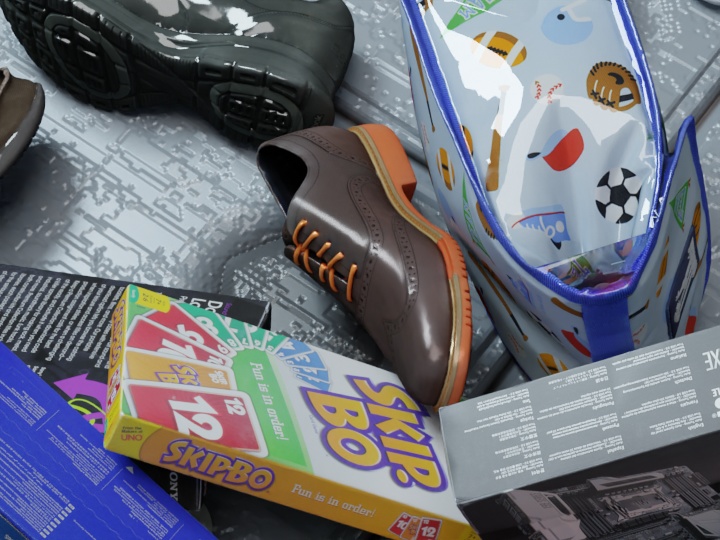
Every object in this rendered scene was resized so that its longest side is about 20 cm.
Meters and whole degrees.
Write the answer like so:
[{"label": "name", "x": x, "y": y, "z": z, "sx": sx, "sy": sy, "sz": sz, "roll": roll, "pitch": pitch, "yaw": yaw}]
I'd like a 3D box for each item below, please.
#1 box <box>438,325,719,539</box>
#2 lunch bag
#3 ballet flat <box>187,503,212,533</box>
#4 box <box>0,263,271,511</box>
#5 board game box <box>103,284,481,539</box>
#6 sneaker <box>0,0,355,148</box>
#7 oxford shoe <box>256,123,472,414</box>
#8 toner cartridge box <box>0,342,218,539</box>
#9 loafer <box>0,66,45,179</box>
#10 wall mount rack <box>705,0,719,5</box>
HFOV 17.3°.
[{"label": "box", "x": 0.151, "y": 0.083, "z": 1.022, "sx": 0.198, "sy": 0.158, "sz": 0.050, "roll": -17, "pitch": 59, "yaw": 11}, {"label": "lunch bag", "x": 0.099, "y": -0.034, "z": 1.109, "sx": 0.123, "sy": 0.170, "sz": 0.201, "roll": -16, "pitch": 59, "yaw": 2}, {"label": "ballet flat", "x": -0.171, "y": 0.111, "z": 1.115, "sx": 0.198, "sy": 0.070, "sz": 0.070, "roll": 7, "pitch": 62, "yaw": 9}, {"label": "box", "x": -0.153, "y": 0.050, "z": 1.125, "sx": 0.198, "sy": 0.036, "sz": 0.143, "roll": 7, "pitch": 30, "yaw": 10}, {"label": "board game box", "x": -0.019, "y": 0.073, "z": 1.076, "sx": 0.199, "sy": 0.030, "sz": 0.096, "roll": 21, "pitch": 32, "yaw": -17}, {"label": "sneaker", "x": -0.095, "y": -0.129, "z": 1.244, "sx": 0.198, "sy": 0.076, "sz": 0.091, "roll": 20, "pitch": 55, "yaw": 8}, {"label": "oxford shoe", "x": 0.000, "y": 0.000, "z": 1.127, "sx": 0.072, "sy": 0.072, "sz": 0.200, "roll": 1, "pitch": 33, "yaw": -21}, {"label": "toner cartridge box", "x": -0.125, "y": 0.114, "z": 1.006, "sx": 0.200, "sy": 0.043, "sz": 0.095, "roll": 42, "pitch": 27, "yaw": 2}, {"label": "loafer", "x": -0.247, "y": -0.046, "z": 1.190, "sx": 0.199, "sy": 0.073, "sz": 0.071, "roll": -38, "pitch": 108, "yaw": -14}, {"label": "wall mount rack", "x": 0.258, "y": -0.152, "z": 1.210, "sx": 0.198, "sy": 0.075, "sz": 0.175, "roll": 4, "pitch": 62, "yaw": 9}]
